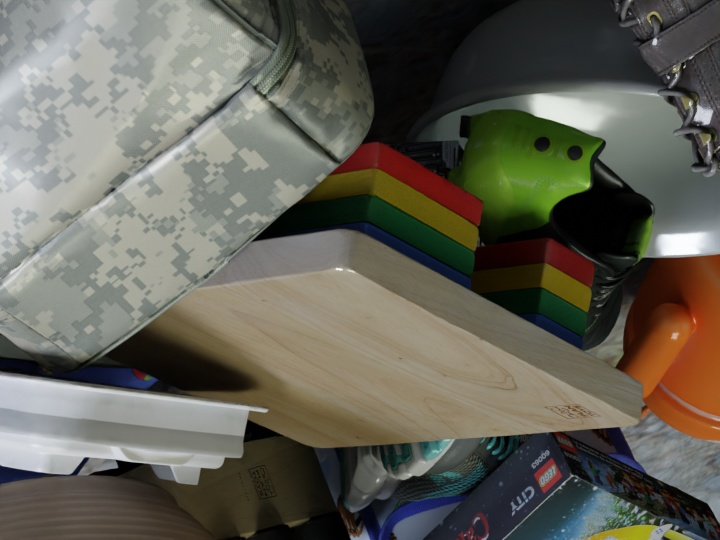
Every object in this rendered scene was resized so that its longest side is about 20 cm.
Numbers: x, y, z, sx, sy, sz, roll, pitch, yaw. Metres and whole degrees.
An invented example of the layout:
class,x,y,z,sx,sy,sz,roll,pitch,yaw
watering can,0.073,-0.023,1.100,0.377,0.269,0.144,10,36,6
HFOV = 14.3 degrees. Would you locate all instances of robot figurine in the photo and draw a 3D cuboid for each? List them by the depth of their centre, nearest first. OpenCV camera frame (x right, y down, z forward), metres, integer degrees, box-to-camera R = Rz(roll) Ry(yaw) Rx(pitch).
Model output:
class,x,y,z,sx,sy,sz,roll,pitch,yaw
robot figurine,0.216,0.019,1.594,0.117,0.144,0.200,22,142,0

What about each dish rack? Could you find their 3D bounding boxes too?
class,x,y,z,sx,sy,sz,roll,pitch,yaw
dish rack,-0.159,0.062,1.263,0.200,0.044,0.172,6,176,31

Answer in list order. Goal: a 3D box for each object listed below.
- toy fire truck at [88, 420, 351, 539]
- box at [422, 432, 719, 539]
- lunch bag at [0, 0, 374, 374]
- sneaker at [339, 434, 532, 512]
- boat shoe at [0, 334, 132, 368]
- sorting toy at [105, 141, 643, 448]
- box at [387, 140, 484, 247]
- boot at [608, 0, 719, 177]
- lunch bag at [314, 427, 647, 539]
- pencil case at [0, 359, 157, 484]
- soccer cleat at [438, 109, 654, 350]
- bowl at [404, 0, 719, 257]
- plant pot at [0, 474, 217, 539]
class,x,y,z,sx,sy,sz,roll,pitch,yaw
toy fire truck,-0.121,0.159,1.470,0.200,0.129,0.176,-25,172,22
box,0.074,0.175,1.456,0.200,0.038,0.137,-45,134,19
lunch bag,-0.115,-0.083,1.145,0.200,0.139,0.168,-35,132,20
sneaker,0.049,0.074,1.431,0.091,0.078,0.200,2,169,-12
boat shoe,-0.199,0.002,1.300,0.199,0.066,0.075,7,176,-3
sorting toy,-0.009,0.011,1.256,0.199,0.070,0.200,-7,155,42
box,0.000,0.000,1.402,0.158,0.050,0.200,-2,158,18
boot,0.114,-0.118,1.208,0.200,0.174,0.069,-27,180,3
lunch bag,0.064,0.130,1.581,0.170,0.200,0.124,-13,151,-18
pencil case,-0.155,0.064,1.427,0.087,0.078,0.200,22,135,-17
soccer cleat,0.099,-0.010,1.314,0.081,0.068,0.200,12,160,24
bowl,0.125,-0.083,1.340,0.201,0.090,0.201,6,160,2
plant pot,-0.130,0.150,1.299,0.201,0.093,0.201,-3,161,-1
